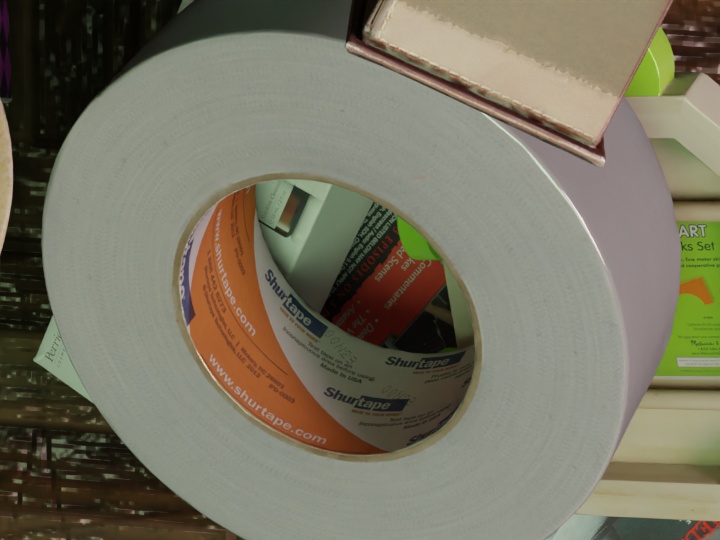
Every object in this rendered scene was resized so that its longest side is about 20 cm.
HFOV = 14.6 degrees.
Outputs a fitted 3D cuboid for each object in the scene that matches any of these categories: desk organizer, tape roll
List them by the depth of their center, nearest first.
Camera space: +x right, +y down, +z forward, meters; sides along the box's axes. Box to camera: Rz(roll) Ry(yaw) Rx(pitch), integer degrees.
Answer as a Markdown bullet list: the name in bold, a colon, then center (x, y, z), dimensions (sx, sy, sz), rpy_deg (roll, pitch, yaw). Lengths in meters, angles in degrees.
- **desk organizer**: center (0.048, -0.110, 0.762), dimensions (0.071, 0.200, 0.077), rpy_deg (24, 112, -7)
- **tape roll**: center (0.000, 0.000, 0.903), dimensions (0.199, 0.066, 0.201), rpy_deg (12, 124, 19)

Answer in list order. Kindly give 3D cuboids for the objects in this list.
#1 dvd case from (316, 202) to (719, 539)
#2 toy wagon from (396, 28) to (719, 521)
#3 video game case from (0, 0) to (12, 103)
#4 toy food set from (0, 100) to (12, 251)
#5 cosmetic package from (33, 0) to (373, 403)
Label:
- **dvd case**: center (0.051, 0.041, 1.013), dimensions (0.200, 0.022, 0.146), rpy_deg (45, 114, 11)
- **toy wagon**: center (0.090, -0.010, 0.928), dimensions (0.154, 0.040, 0.201), rpy_deg (0, 114, 25)
- **video game case**: center (-0.210, -0.151, 0.931), dimensions (0.180, 0.036, 0.202), rpy_deg (-3, 90, 6)
- **toy food set**: center (-0.206, -0.023, 0.852), dimensions (0.197, 0.201, 0.049), rpy_deg (17, 155, 11)
- **cosmetic package**: center (-0.042, -0.032, 0.995), dimensions (0.082, 0.051, 0.201), rpy_deg (34, 117, 20)
